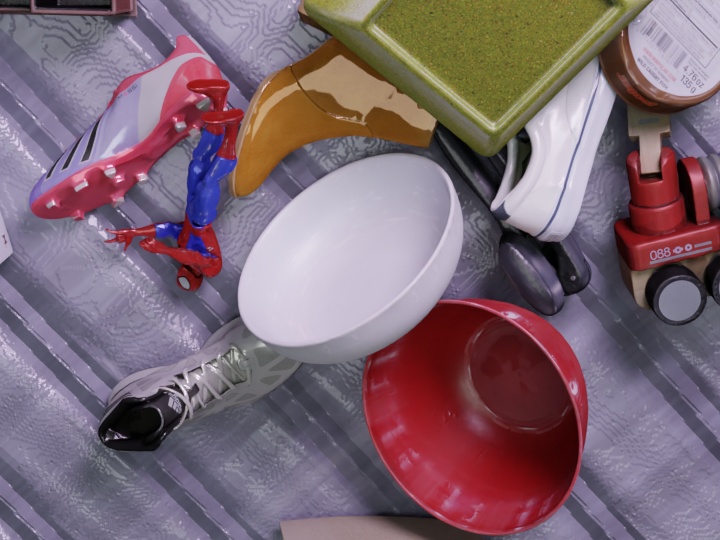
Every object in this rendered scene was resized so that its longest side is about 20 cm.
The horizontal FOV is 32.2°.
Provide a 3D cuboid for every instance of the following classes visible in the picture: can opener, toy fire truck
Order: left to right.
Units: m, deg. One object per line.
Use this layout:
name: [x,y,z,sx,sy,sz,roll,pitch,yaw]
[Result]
can opener: [0.127,-0.060,1.045,0.063,0.079,0.201,-29,92,15]
toy fire truck: [0.287,-0.083,1.019,0.174,0.129,0.202,-14,112,3]

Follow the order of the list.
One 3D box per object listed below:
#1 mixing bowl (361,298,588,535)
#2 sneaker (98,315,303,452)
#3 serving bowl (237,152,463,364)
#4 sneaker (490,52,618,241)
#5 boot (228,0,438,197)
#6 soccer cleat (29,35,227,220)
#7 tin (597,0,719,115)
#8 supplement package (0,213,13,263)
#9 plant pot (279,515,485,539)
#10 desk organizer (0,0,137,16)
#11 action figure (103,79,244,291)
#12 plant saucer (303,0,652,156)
mixing bowl: [0.113,0.104,1.039,0.198,0.108,0.202,13,114,31]
sneaker: [-0.131,0.105,1.055,0.199,0.115,0.076,-26,101,6]
serving bowl: [0.000,0.000,1.004,0.199,0.201,0.066,-31,126,7]
sneaker: [0.155,-0.127,0.999,0.070,0.073,0.202,17,81,-18]
boot: [-0.011,-0.126,1.019,0.143,0.071,0.203,26,94,5]
soccer cleat: [-0.198,-0.115,1.041,0.199,0.067,0.077,-33,67,14]
tin: [0.268,-0.213,0.983,0.112,0.042,0.201,42,77,-16]
supplement package: [-0.414,-0.035,0.987,0.198,0.191,0.149,-15,103,3]
plant pot: [0.043,0.323,1.074,0.175,0.200,0.202,-12,103,-8]
desk organizer: [-0.284,-0.240,0.998,0.197,0.077,0.073,1,103,0]
action figure: [-0.154,-0.055,1.012,0.098,0.066,0.201,-8,136,-19]
plant saucer: [0.093,-0.191,0.892,0.199,0.048,0.200,35,116,-23]
